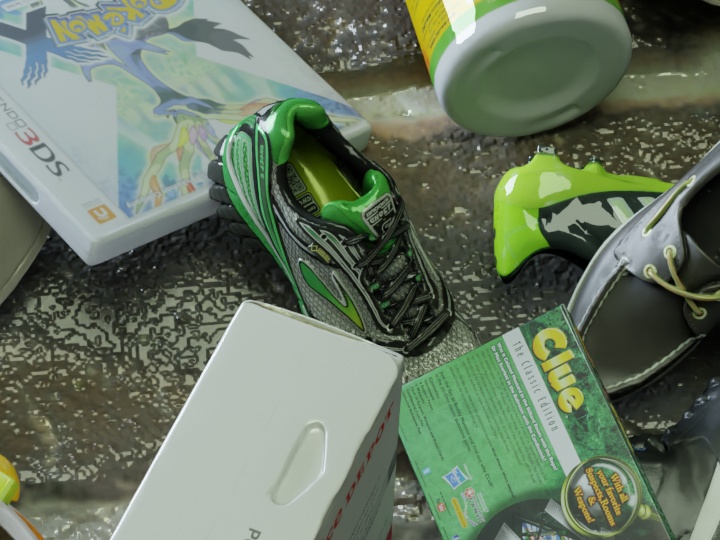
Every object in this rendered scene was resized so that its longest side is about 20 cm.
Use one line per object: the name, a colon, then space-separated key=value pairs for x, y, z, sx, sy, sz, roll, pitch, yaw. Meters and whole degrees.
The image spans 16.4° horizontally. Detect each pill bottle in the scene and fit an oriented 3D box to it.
pill bottle: x=0.073 y=-0.185 z=1.401 sx=0.111 sy=0.111 sz=0.200 roll=-11 pitch=58 yaw=-8

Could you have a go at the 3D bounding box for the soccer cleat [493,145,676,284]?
soccer cleat: x=0.168 y=-0.012 z=1.326 sx=0.200 sy=0.068 sz=0.081 roll=8 pitch=81 yaw=0

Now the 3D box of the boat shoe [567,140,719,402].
boat shoe: x=0.173 y=-0.013 z=1.265 sx=0.072 sy=0.061 sz=0.201 roll=40 pitch=93 yaw=-2

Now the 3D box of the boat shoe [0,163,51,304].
boat shoe: x=-0.240 y=0.026 z=1.309 sx=0.063 sy=0.073 sz=0.200 roll=2 pitch=50 yaw=55

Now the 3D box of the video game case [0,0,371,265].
video game case: x=-0.124 y=-0.098 z=1.361 sx=0.200 sy=0.022 sz=0.182 roll=-25 pitch=59 yaw=-38

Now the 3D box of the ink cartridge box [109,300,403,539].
ink cartridge box: x=-0.045 y=0.129 z=1.144 sx=0.083 sy=0.200 sz=0.147 roll=21 pitch=58 yaw=12

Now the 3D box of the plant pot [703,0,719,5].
plant pot: x=0.186 y=-0.267 z=1.421 sx=0.134 sy=0.200 sz=0.200 roll=29 pitch=60 yaw=37

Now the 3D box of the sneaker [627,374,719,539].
sneaker: x=0.168 y=0.080 z=1.254 sx=0.112 sy=0.073 sz=0.200 roll=11 pitch=58 yaw=8

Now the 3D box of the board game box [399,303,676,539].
board game box: x=0.093 y=0.124 z=1.205 sx=0.105 sy=0.023 sz=0.200 roll=-27 pitch=62 yaw=10

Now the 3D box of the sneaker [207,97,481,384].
sneaker: x=0.000 y=0.000 z=1.278 sx=0.078 sy=0.085 sz=0.200 roll=-40 pitch=90 yaw=-28

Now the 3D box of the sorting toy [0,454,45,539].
sorting toy: x=-0.234 y=0.116 z=1.156 sx=0.200 sy=0.180 sz=0.107 roll=-2 pitch=72 yaw=-2
